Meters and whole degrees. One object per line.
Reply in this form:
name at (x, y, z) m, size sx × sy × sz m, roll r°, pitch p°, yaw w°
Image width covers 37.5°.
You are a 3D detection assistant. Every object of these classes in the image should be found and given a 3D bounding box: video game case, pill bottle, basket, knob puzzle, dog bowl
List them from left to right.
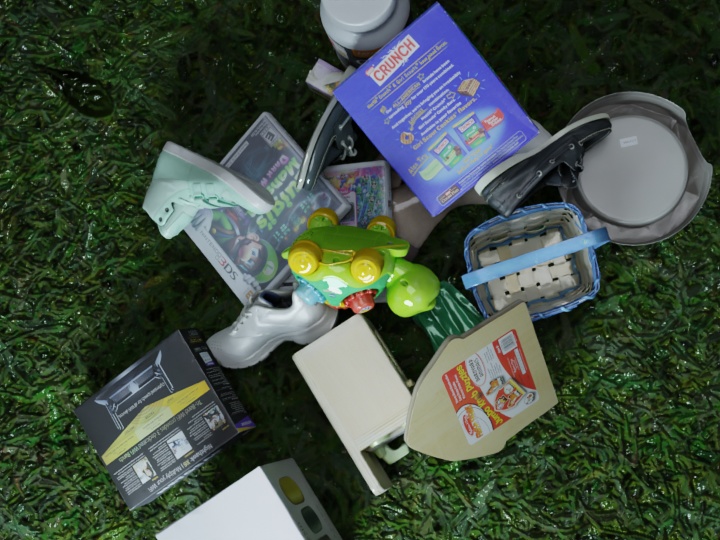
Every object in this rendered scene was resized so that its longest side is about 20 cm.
video game case at (-0.134, -0.078, 1.413) m, size 0.200 × 0.023 × 0.182 m, roll -46°, pitch 71°, yaw 16°
video game case at (-0.051, -0.045, 1.399) m, size 0.199 × 0.024 × 0.183 m, roll -3°, pitch 87°, yaw 25°
pill bottle at (0.011, -0.327, 1.376) m, size 0.116 × 0.200 × 0.117 m, roll -1°, pitch 82°, yaw 8°
knob puzzle at (0.133, 0.148, 1.285) m, size 0.220 × 0.220 × 0.030 m, roll -46°, pitch 37°, yaw 0°
basket at (0.207, -0.008, 1.303) m, size 0.176 × 0.200 × 0.140 m, roll -17°, pitch 88°, yaw 2°
dog bowl at (0.349, -0.127, 1.375) m, size 0.199 × 0.059 × 0.201 m, roll -1°, pitch 82°, yaw 7°

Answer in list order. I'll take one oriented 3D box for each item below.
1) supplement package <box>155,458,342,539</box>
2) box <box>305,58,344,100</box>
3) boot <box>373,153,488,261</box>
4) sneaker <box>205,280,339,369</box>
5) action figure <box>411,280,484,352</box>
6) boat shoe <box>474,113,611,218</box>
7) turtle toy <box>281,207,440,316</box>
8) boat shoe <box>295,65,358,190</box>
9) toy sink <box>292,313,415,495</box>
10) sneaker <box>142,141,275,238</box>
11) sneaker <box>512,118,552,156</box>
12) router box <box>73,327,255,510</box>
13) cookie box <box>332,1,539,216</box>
supplement package at (-0.124, 0.337, 1.302) m, size 0.150 × 0.200 × 0.152 m, roll -34°, pitch 80°, yaw 2°
box at (0.018, -0.221, 1.442) m, size 0.200 × 0.041 × 0.039 m, roll 31°, pitch 88°, yaw 10°
boot at (0.076, -0.070, 1.403) m, size 0.199 × 0.070 × 0.147 m, roll 20°, pitch 88°, yaw 14°
sneaker at (-0.126, 0.064, 1.376) m, size 0.200 × 0.087 × 0.075 m, roll -24°, pitch 38°, yaw 24°
action figure at (0.130, 0.086, 1.377) m, size 0.118 × 0.055 × 0.200 m, roll -40°, pitch 83°, yaw 3°
boat shoe at (0.239, -0.126, 1.307) m, size 0.199 × 0.075 × 0.066 m, roll -27°, pitch 73°, yaw -20°
turtle toy at (0.000, 0.000, 1.295) m, size 0.199 × 0.146 × 0.101 m, roll 9°, pitch 116°, yaw 8°
boat shoe at (-0.025, -0.178, 1.364) m, size 0.062 × 0.073 × 0.200 m, roll 26°, pitch 59°, yaw -4°
toy sink at (0.019, 0.167, 1.343) m, size 0.112 × 0.130 × 0.200 m, roll -32°, pitch 78°, yaw 2°
sneaker at (-0.203, -0.083, 1.391) m, size 0.200 × 0.074 × 0.119 m, roll 26°, pitch 93°, yaw 34°
sneaker at (0.166, -0.195, 1.388) m, size 0.200 × 0.099 × 0.078 m, roll 28°, pitch 87°, yaw 10°
router box at (-0.259, 0.194, 1.392) m, size 0.200 × 0.052 × 0.158 m, roll -36°, pitch 79°, yaw 17°
cookie box at (0.094, -0.200, 1.310) m, size 0.171 × 0.075 × 0.200 m, roll -38°, pitch 98°, yaw 10°
